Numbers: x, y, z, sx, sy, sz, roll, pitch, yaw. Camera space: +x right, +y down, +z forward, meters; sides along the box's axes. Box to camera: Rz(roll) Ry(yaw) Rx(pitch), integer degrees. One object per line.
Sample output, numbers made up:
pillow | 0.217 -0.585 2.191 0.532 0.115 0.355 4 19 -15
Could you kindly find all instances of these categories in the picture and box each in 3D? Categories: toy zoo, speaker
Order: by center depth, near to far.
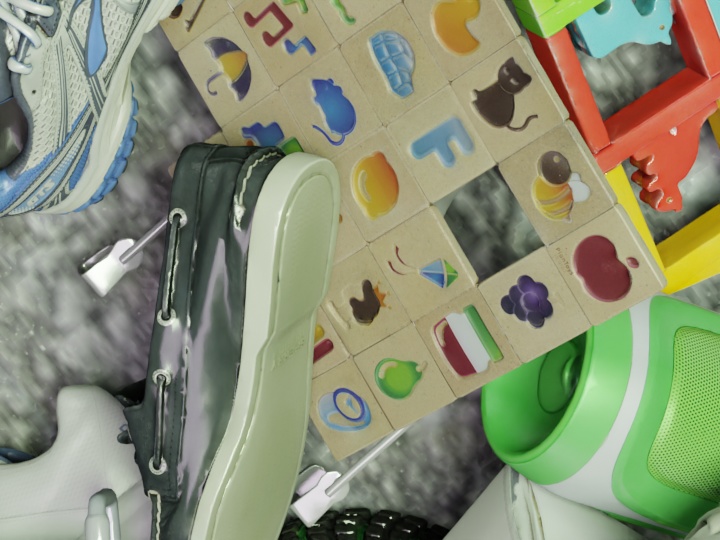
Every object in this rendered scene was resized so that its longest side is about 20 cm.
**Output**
toy zoo | 0.137 -0.079 0.756 0.131 0.020 0.201 -32 119 -9
speaker | 0.148 0.065 0.775 0.199 0.089 0.089 19 109 -26

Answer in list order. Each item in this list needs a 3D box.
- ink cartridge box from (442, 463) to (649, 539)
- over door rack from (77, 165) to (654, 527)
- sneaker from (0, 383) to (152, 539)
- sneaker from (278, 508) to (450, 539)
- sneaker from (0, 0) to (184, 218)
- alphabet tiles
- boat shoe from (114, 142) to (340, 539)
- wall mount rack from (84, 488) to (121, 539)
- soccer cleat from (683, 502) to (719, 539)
ink cartridge box | 0.061 0.195 0.785 0.145 0.085 0.200 31 114 -17
over door rack | 0.000 0.000 0.807 0.200 0.067 0.148 -39 100 14
sneaker | -0.153 0.129 0.868 0.200 0.074 0.087 -42 82 13
sneaker | 0.038 0.167 0.851 0.198 0.078 0.086 22 108 -3
sneaker | -0.116 -0.099 0.730 0.077 0.085 0.201 32 125 26
alphabet tiles | -0.002 -0.046 0.731 0.167 0.008 0.201 -30 89 37
boat shoe | -0.060 0.045 0.751 0.066 0.074 0.201 19 115 21
wall mount rack | -0.150 0.178 0.776 0.198 0.075 0.176 -5 90 -2
soccer cleat | 0.149 0.093 0.701 0.198 0.070 0.087 -7 88 -31
